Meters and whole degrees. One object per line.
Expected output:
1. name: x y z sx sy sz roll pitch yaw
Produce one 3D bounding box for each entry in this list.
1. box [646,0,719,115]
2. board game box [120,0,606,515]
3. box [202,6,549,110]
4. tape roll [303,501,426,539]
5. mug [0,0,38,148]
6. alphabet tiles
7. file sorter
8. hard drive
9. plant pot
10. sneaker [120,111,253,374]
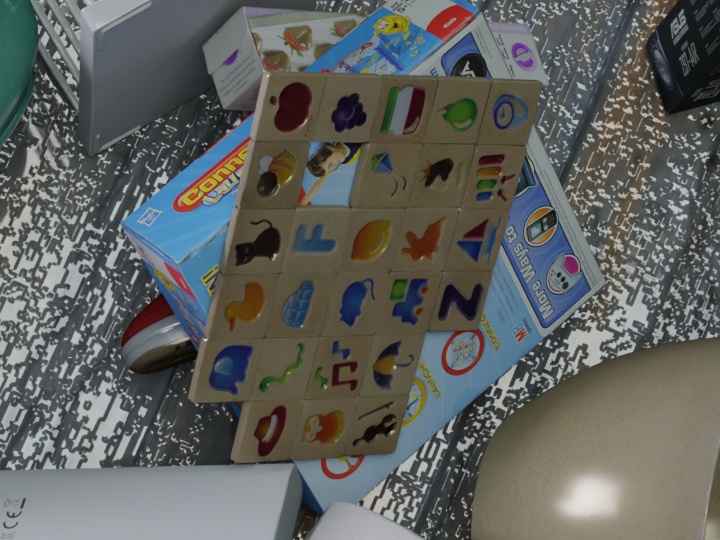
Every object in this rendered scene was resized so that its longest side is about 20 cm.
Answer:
1. box: 0.247 -0.143 1.535 0.160 0.200 0.044 -15 81 -10
2. board game box: 0.007 -0.008 1.483 0.196 0.200 0.056 -40 42 -14
3. box: 0.010 -0.105 1.523 0.200 0.041 0.039 -1 64 -41
4. tape roll: 0.055 0.186 1.441 0.203 0.203 0.037 37 77 1
5. mug: -0.242 -0.096 1.495 0.114 0.185 0.152 38 59 -23
6. alphabet tiles: 0.000 0.000 1.439 0.167 0.008 0.201 -1 114 -38
7. file sorter: -0.106 -0.169 1.495 0.139 0.200 0.125 -30 80 -12
8. hard drive: -0.136 0.150 1.439 0.199 0.027 0.132 -3 44 16
9. plant pot: 0.133 0.126 1.486 0.134 0.200 0.201 6 76 22
10. sneaker: -0.058 -0.035 1.537 0.200 0.071 0.113 -31 88 -20
